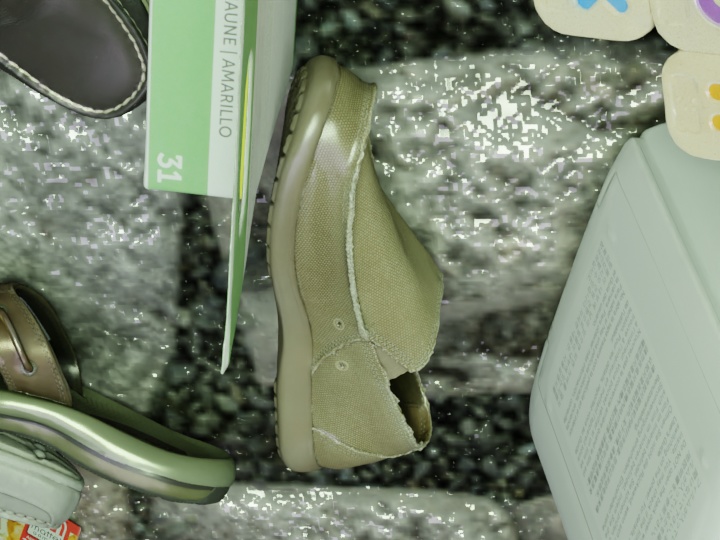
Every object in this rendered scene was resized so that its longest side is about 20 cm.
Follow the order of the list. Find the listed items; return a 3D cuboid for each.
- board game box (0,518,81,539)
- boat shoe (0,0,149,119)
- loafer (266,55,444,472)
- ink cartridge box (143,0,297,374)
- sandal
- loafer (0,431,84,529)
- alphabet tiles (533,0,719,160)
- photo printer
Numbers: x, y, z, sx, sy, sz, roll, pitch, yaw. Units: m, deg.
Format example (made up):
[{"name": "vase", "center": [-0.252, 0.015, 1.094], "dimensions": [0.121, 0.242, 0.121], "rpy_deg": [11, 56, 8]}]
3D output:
[{"name": "board game box", "center": [-0.253, 0.127, 1.041], "dimensions": [0.199, 0.046, 0.152], "rpy_deg": [33, 124, -15]}, {"name": "boat shoe", "center": [-0.149, -0.120, 0.797], "dimensions": [0.073, 0.065, 0.200], "rpy_deg": [-40, 112, 20]}, {"name": "loafer", "center": [0.000, 0.000, 0.899], "dimensions": [0.067, 0.076, 0.201], "rpy_deg": [3, 135, 3]}, {"name": "ink cartridge box", "center": [-0.050, -0.084, 0.762], "dimensions": [0.048, 0.200, 0.146], "rpy_deg": [7, 126, 3]}, {"name": "sandal", "center": [-0.140, 0.038, 0.954], "dimensions": [0.200, 0.080, 0.058], "rpy_deg": [24, 99, -11]}, {"name": "loafer", "center": [-0.217, 0.080, 0.951], "dimensions": [0.199, 0.070, 0.070], "rpy_deg": [16, 92, -8]}, {"name": "alphabet tiles", "center": [0.131, -0.125, 0.716], "dimensions": [0.195, 0.015, 0.201], "rpy_deg": [11, 122, 38]}, {"name": "photo printer", "center": [0.130, 0.067, 0.843], "dimensions": [0.069, 0.201, 0.167], "rpy_deg": [3, 128, -16]}]
